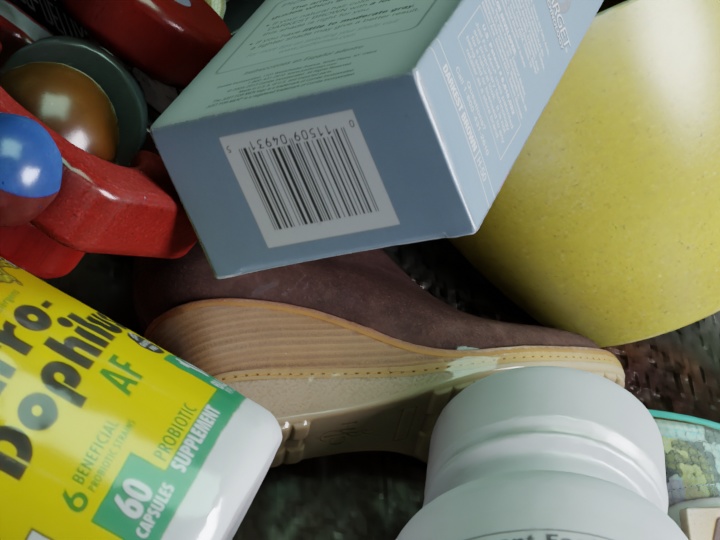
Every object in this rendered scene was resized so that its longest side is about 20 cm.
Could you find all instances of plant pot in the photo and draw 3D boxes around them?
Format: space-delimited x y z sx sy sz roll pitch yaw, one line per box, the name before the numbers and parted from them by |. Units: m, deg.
plant pot | 0.112 -0.052 0.781 0.200 0.199 0.143 -36 107 -47

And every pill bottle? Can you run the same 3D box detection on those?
pill bottle | -0.135 0.049 0.578 0.199 0.113 0.113 29 40 2
pill bottle | 0.061 0.133 0.597 0.114 0.115 0.201 19 40 -10

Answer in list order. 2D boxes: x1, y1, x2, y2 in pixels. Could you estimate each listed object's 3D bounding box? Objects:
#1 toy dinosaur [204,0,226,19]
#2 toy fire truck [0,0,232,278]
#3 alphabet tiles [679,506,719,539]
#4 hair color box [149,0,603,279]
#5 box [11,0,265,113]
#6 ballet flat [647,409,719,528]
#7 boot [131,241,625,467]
toy dinosaur | -0.061 -0.144 0.708 0.100 0.058 0.201 5 50 16
toy fire truck | -0.135 -0.068 0.588 0.200 0.112 0.168 38 16 -7
alphabet tiles | 0.212 0.141 0.699 0.199 0.008 0.169 3 73 -27
hair color box | 0.017 -0.080 0.629 0.098 0.061 0.200 -9 28 28
box | -0.071 -0.154 0.793 0.157 0.050 0.200 -36 51 -18
ballet flat | 0.176 0.113 0.727 0.199 0.069 0.072 18 52 -15
boot | 0.000 0.000 0.736 0.198 0.073 0.167 -2 50 -25
